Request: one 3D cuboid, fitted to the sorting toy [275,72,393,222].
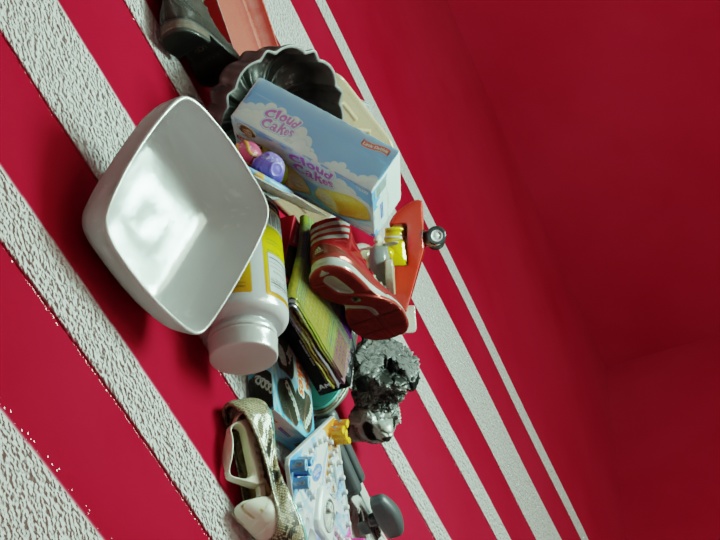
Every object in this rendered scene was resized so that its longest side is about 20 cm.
[{"bbox_3d":[-0.060,-0.166,1.871,0.036,0.185,0.200,45,0,37],"label":"sorting toy"}]

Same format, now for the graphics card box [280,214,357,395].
[{"bbox_3d":[-0.068,0.044,1.688,0.126,0.051,0.201,-82,149,-56],"label":"graphics card box"}]

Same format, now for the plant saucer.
[{"bbox_3d":[-0.175,-0.352,1.897,0.200,0.036,0.201,-35,106,-73],"label":"plant saucer"}]

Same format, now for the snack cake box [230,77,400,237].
[{"bbox_3d":[-0.051,-0.134,1.589,0.067,0.199,0.115,-55,163,-19],"label":"snack cake box"}]

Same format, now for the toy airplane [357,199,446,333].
[{"bbox_3d":[0.044,0.007,2.106,0.200,0.140,0.201,-68,175,-50],"label":"toy airplane"}]

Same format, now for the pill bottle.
[{"bbox_3d":[-0.139,0.013,1.522,0.109,0.109,0.201,48,29,-53],"label":"pill bottle"}]

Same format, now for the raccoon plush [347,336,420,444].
[{"bbox_3d":[0.023,0.149,1.871,0.201,0.096,0.134,-89,-166,-46],"label":"raccoon plush"}]

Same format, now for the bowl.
[{"bbox_3d":[-0.200,-0.056,1.380,0.200,0.074,0.200,56,48,-39],"label":"bowl"}]

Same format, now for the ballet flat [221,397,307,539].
[{"bbox_3d":[-0.117,0.236,1.472,0.075,0.068,0.201,9,57,-47],"label":"ballet flat"}]

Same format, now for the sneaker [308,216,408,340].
[{"bbox_3d":[0.000,0.000,1.659,0.200,0.078,0.116,50,28,-52],"label":"sneaker"}]

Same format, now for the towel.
[{"bbox_3d":[-0.049,0.035,1.637,0.144,0.023,0.201,60,21,-30],"label":"towel"}]

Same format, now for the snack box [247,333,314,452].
[{"bbox_3d":[-0.102,0.113,1.664,0.116,0.037,0.201,50,28,-52],"label":"snack box"}]

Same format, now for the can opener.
[{"bbox_3d":[0.001,0.273,1.775,0.053,0.066,0.201,-70,140,-65],"label":"can opener"}]

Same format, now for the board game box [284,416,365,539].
[{"bbox_3d":[-0.038,0.300,1.632,0.200,0.026,0.201,-31,114,-73],"label":"board game box"}]

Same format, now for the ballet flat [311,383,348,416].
[{"bbox_3d":[-0.036,0.135,1.803,0.201,0.067,0.064,-87,160,-49],"label":"ballet flat"}]

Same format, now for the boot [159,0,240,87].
[{"bbox_3d":[-0.212,-0.345,1.722,0.200,0.069,0.175,38,36,-63],"label":"boot"}]

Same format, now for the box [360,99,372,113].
[{"bbox_3d":[-0.059,-0.218,1.993,0.200,0.116,0.061,2,71,-73],"label":"box"}]

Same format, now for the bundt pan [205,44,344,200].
[{"bbox_3d":[-0.120,-0.196,1.716,0.201,0.076,0.203,-17,117,-37],"label":"bundt pan"}]

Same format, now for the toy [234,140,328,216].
[{"bbox_3d":[-0.125,-0.122,1.554,0.115,0.200,0.047,26,86,-38],"label":"toy"}]

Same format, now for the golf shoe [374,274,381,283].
[{"bbox_3d":[-0.033,0.031,1.939,0.200,0.078,0.098,41,52,-50],"label":"golf shoe"}]
